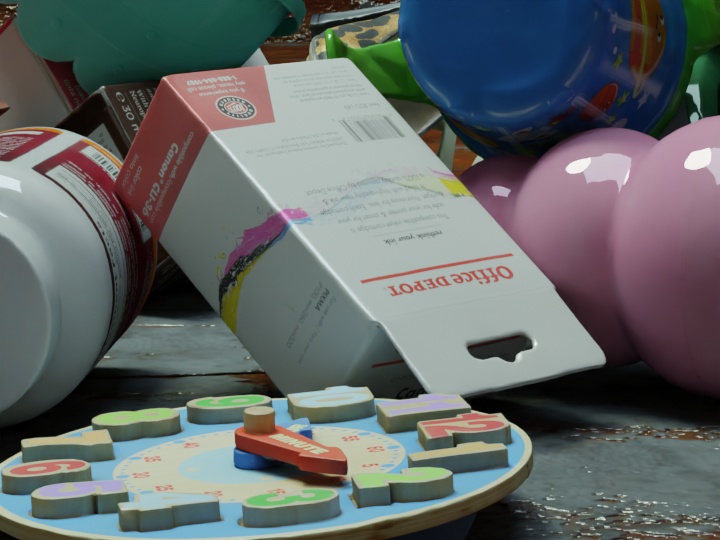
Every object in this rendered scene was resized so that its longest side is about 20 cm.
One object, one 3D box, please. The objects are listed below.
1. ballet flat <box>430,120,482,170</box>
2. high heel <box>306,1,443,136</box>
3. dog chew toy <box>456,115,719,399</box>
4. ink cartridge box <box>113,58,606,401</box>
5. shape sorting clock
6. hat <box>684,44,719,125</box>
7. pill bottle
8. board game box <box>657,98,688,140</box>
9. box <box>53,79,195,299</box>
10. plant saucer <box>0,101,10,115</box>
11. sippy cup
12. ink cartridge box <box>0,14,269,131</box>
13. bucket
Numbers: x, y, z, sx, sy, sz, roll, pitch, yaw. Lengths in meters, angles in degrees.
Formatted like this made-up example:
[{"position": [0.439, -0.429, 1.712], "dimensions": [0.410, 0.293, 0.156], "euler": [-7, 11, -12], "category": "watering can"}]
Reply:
[{"position": [0.043, -0.044, 1.319], "dimensions": [0.199, 0.064, 0.076], "euler": [29, 7, 28], "category": "ballet flat"}, {"position": [0.046, -0.098, 1.279], "dimensions": [0.142, 0.072, 0.200], "euler": [-8, 29, 3], "category": "high heel"}, {"position": [0.121, -0.009, 1.109], "dimensions": [0.199, 0.125, 0.124], "euler": [4, 10, 29], "category": "dog chew toy"}, {"position": [-0.001, -0.001, 1.072], "dimensions": [0.116, 0.068, 0.200], "euler": [-9, 49, -44], "category": "ink cartridge box"}, {"position": [-0.037, 0.069, 0.899], "dimensions": [0.199, 0.039, 0.200], "euler": [0, 9, 0], "category": "shape sorting clock"}, {"position": [0.169, -0.004, 1.302], "dimensions": [0.176, 0.166, 0.199], "euler": [-33, -35, 33], "category": "hat"}, {"position": [-0.155, 0.003, 1.068], "dimensions": [0.112, 0.114, 0.200], "euler": [1, 9, 4], "category": "pill bottle"}, {"position": [0.169, -0.099, 1.326], "dimensions": [0.026, 0.200, 0.200], "euler": [44, -4, 17], "category": "board game box"}, {"position": [-0.078, -0.051, 1.383], "dimensions": [0.075, 0.100, 0.200], "euler": [-37, -13, 32], "category": "box"}, {"position": [-0.306, -0.043, 1.297], "dimensions": [0.199, 0.037, 0.200], "euler": [-30, -1, 20], "category": "plant saucer"}, {"position": [0.079, -0.112, 1.159], "dimensions": [0.140, 0.178, 0.130], "euler": [47, 13, 13], "category": "sippy cup"}, {"position": [-0.160, -0.084, 1.481], "dimensions": [0.145, 0.085, 0.200], "euler": [-40, -15, 33], "category": "ink cartridge box"}, {"position": [-0.109, -0.202, 1.399], "dimensions": [0.135, 0.208, 0.207], "euler": [-39, -15, 33], "category": "bucket"}]
